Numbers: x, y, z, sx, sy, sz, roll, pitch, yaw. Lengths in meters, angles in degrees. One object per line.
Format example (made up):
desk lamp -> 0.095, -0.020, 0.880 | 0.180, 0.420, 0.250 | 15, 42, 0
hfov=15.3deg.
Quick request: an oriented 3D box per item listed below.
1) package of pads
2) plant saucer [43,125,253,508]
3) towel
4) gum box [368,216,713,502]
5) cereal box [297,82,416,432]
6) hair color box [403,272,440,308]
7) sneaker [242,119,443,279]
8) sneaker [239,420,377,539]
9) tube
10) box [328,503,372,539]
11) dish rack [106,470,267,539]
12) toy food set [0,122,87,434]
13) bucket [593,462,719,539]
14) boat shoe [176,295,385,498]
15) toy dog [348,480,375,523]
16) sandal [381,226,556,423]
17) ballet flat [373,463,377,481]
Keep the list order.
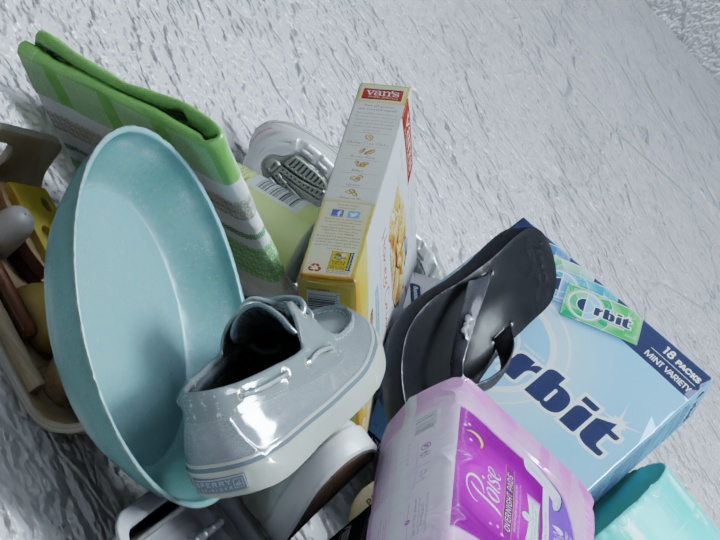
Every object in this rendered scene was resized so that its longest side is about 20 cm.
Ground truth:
package of pads -> 0.062, 0.155, 1.396 | 0.120, 0.076, 0.200 | 43, 24, -18
plant saucer -> -0.113, 0.026, 1.381 | 0.200, 0.036, 0.200 | -12, 90, -69
towel -> -0.108, -0.053, 1.533 | 0.149, 0.031, 0.200 | 26, -22, 25
gum box -> 0.102, 0.076, 1.711 | 0.170, 0.045, 0.200 | 41, 50, 16
cereal box -> 0.000, 0.000, 1.613 | 0.200, 0.039, 0.144 | -73, 165, -50
hair color box -> 0.059, 0.057, 1.801 | 0.200, 0.061, 0.100 | 16, 27, -9
sneaker -> -0.007, -0.041, 1.952 | 0.200, 0.078, 0.099 | 49, 14, -22
sneaker -> -0.049, 0.103, 1.491 | 0.085, 0.073, 0.200 | 48, -16, 1
tube -> -0.112, -0.060, 1.637 | 0.200, 0.058, 0.052 | 32, 45, 15
box -> 0.050, 0.244, 1.392 | 0.200, 0.048, 0.193 | 43, 27, -11
dish rack -> -0.062, 0.202, 1.383 | 0.200, 0.044, 0.172 | 56, 17, 1
toy food set -> -0.158, 0.005, 1.465 | 0.200, 0.060, 0.143 | 60, 17, 15
bucket -> 0.157, 0.225, 1.685 | 0.135, 0.207, 0.207 | 55, 16, -1
boat shoe -> -0.041, 0.049, 1.407 | 0.201, 0.070, 0.072 | -48, 127, -62
toy dog -> 0.023, 0.215, 1.559 | 0.132, 0.096, 0.200 | 47, 33, -36
sandal -> 0.072, 0.034, 1.650 | 0.200, 0.043, 0.076 | -50, 126, -42
ballet flat -> 0.044, 0.129, 1.777 | 0.069, 0.063, 0.200 | 58, 14, -24
